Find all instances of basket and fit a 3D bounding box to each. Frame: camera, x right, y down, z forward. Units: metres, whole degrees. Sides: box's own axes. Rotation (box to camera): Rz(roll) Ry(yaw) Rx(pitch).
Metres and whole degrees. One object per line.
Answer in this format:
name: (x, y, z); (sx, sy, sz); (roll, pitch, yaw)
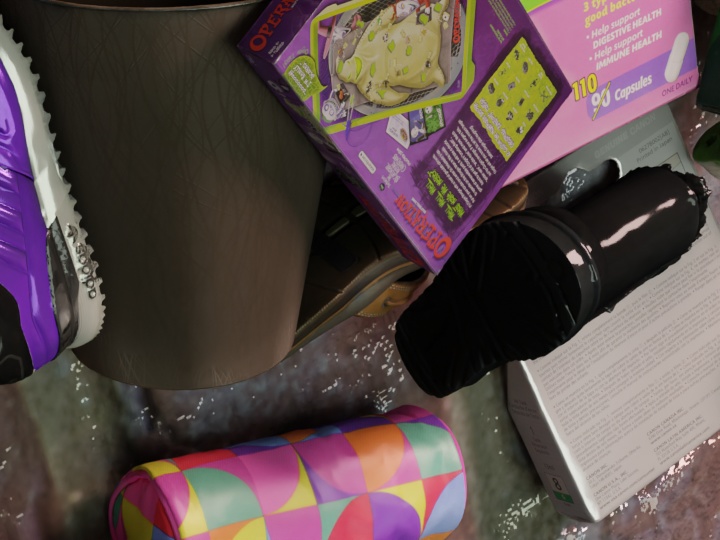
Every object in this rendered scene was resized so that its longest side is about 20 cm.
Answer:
basket: (-0.084, -0.057, 1.258); (0.180, 0.136, 0.201); (-11, 119, -22)

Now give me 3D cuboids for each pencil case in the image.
pencil case: (-0.039, 0.128, 1.402); (0.200, 0.088, 0.089); (-13, 116, -34)

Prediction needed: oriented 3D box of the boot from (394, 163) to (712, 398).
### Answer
boot: (0.117, -0.008, 1.382); (0.162, 0.198, 0.074); (-28, 83, -28)

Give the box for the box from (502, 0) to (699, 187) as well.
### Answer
box: (0.072, -0.162, 1.361); (0.176, 0.097, 0.201); (-27, 122, -28)

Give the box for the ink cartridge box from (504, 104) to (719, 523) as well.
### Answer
ink cartridge box: (0.145, 0.021, 1.544); (0.161, 0.050, 0.200); (-33, 108, -24)

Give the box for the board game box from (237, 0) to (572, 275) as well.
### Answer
board game box: (0.026, -0.094, 1.237); (0.120, 0.032, 0.200); (-56, 145, -13)

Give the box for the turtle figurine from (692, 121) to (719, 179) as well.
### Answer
turtle figurine: (0.302, -0.036, 1.542); (0.144, 0.200, 0.194); (-41, 112, 13)

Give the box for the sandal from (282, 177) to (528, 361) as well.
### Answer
sandal: (0.000, 0.000, 1.386); (0.200, 0.082, 0.055); (-37, 144, -24)

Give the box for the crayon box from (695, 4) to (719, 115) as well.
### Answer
crayon box: (0.258, -0.170, 1.435); (0.127, 0.051, 0.201); (13, 93, -47)

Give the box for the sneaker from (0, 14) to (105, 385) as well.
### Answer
sneaker: (-0.188, -0.035, 1.184); (0.099, 0.069, 0.201); (-35, 113, -38)

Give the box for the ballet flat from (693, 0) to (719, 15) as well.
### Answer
ballet flat: (0.265, -0.170, 1.532); (0.200, 0.067, 0.068); (0, 101, -40)
